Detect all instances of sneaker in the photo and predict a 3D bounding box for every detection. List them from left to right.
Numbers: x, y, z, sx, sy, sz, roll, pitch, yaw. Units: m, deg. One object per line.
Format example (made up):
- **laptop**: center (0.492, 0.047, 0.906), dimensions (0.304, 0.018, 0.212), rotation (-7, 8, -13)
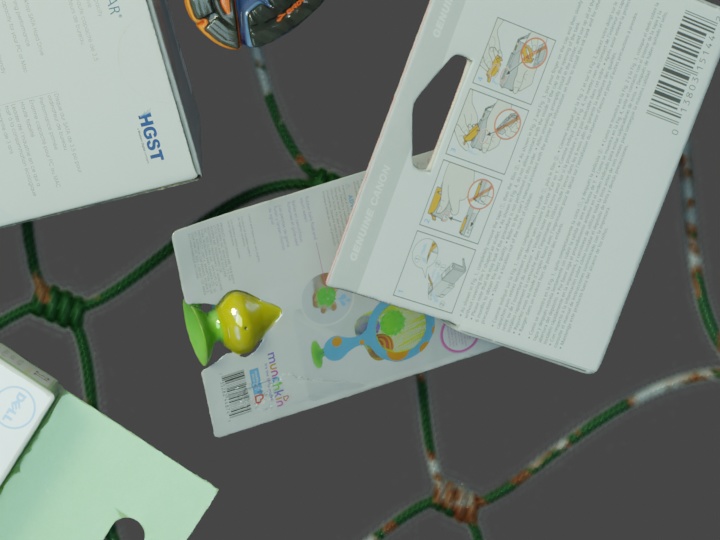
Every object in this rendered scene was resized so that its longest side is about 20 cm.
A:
- **sneaker**: center (-0.012, -0.185, 1.344), dimensions (0.199, 0.078, 0.076), rotation (-31, 107, -13)

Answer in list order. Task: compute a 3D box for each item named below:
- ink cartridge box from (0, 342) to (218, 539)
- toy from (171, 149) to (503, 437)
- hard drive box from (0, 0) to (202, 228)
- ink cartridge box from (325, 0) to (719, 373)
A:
- **ink cartridge box**: center (-0.197, 0.122, 1.392), dimensions (0.200, 0.048, 0.146), rotation (34, 95, 0)
- **toy**: center (0.000, 0.000, 1.365), dimensions (0.199, 0.047, 0.116), rotation (-19, 113, -19)
- **hard drive box**: center (-0.194, -0.104, 1.326), dimensions (0.199, 0.077, 0.157), rotation (-13, 118, 2)
- **ink cartridge box**: center (0.079, -0.066, 1.330), dimensions (0.176, 0.045, 0.201), rotation (18, 95, -30)
